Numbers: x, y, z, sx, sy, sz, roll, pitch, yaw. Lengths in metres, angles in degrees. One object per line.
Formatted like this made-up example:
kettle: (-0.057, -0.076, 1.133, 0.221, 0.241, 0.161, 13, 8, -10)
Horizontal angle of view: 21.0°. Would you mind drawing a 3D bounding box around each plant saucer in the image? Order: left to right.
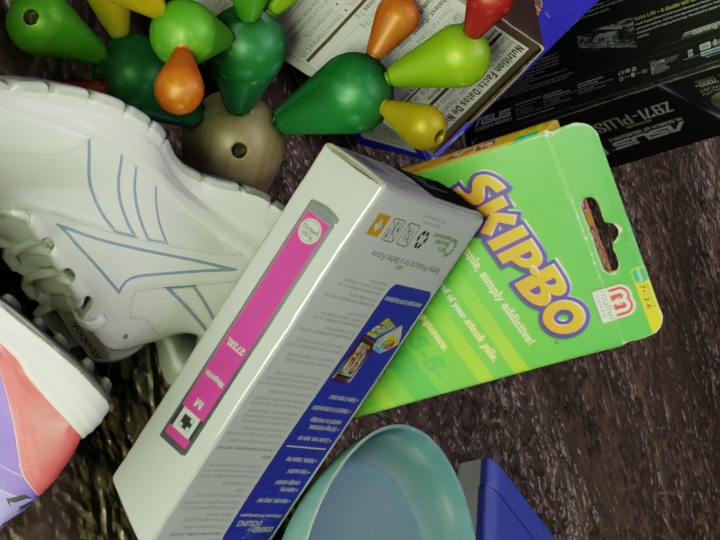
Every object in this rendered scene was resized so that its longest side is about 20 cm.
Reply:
plant saucer: (0.004, 0.168, 0.854, 0.200, 0.027, 0.201, 5, 84, -63)

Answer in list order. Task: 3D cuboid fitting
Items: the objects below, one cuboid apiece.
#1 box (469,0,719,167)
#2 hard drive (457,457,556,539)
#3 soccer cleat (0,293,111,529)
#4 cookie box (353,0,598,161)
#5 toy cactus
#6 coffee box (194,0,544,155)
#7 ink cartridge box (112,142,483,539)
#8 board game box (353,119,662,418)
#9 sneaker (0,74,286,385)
box: (0.169, -0.162, 1.243, 0.086, 0.199, 0.164, 34, 45, -53)
hard drive: (0.084, 0.220, 1.041, 0.132, 0.025, 0.201, 53, 32, -40)
soccer cleat: (-0.163, 0.011, 0.593, 0.200, 0.068, 0.073, 44, 74, -34)
cookie box: (0.049, -0.187, 1.025, 0.200, 0.075, 0.171, -44, 124, -19)
toy cactus: (-0.044, -0.071, 0.806, 0.165, 0.199, 0.103, 105, -26, -51)
coffee box: (-0.022, -0.155, 0.864, 0.200, 0.080, 0.115, 30, 33, -26)
ink cartridge box: (-0.033, 0.048, 0.759, 0.037, 0.200, 0.095, 35, 10, 26)
board game box: (0.022, 0.006, 0.820, 0.096, 0.199, 0.030, 68, 24, -13)
sneaker: (-0.099, -0.014, 0.732, 0.200, 0.074, 0.087, 30, 75, -44)
